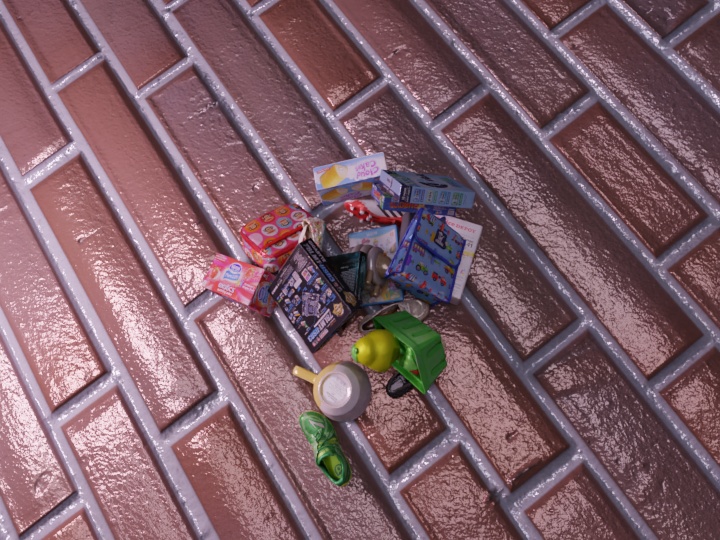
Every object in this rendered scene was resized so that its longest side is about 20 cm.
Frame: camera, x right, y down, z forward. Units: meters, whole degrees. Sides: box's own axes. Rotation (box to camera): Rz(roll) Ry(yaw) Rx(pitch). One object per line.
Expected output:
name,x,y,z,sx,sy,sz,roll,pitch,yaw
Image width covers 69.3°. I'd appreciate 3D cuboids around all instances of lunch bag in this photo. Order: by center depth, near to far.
lunch bag,0.169,-0.041,1.267,0.149,0.094,0.204,30,70,-16
lunch bag,-0.199,-0.081,1.373,0.198,0.083,0.175,-32,55,-30

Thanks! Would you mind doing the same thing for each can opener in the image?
can opener,0.113,-0.055,1.339,0.052,0.066,0.205,28,61,-31

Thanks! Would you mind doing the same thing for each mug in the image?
mug,-0.069,0.297,1.275,0.181,0.153,0.153,-10,76,3

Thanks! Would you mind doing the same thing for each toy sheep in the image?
toy sheep,0.000,0.000,1.325,0.195,0.137,0.142,-3,75,27

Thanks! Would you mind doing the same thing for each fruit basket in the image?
fruit basket,0.077,0.197,1.242,0.210,0.217,0.159,-17,117,1

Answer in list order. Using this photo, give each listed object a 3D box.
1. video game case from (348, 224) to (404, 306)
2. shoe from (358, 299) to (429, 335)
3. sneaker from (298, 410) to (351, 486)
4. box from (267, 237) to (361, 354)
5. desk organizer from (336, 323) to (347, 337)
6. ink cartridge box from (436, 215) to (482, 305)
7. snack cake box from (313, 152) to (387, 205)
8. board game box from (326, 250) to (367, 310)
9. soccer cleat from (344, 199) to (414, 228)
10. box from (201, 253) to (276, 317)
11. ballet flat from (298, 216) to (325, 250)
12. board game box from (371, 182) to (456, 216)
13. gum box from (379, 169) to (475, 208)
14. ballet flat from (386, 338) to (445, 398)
video game case,0.040,-0.011,1.390,0.140,0.018,0.206,-10,74,21
shoe,0.088,0.124,1.352,0.195,0.053,0.071,-20,75,1
sneaker,-0.085,0.433,1.278,0.073,0.084,0.202,-34,75,-3
box,-0.114,0.063,1.226,0.200,0.200,0.049,50,42,10
desk organizer,-0.118,0.088,1.374,0.197,0.072,0.078,29,78,11
ink cartridge box,0.221,-0.033,1.363,0.144,0.086,0.204,18,80,10
snack cake box,-0.022,-0.248,1.424,0.195,0.115,0.069,-13,74,3
board game box,-0.071,0.033,1.276,0.197,0.028,0.139,-8,70,42
soccer cleat,0.054,-0.170,1.426,0.195,0.069,0.087,14,69,6
box,-0.306,0.036,1.356,0.197,0.095,0.102,17,76,36
ballet flat,-0.128,-0.039,1.292,0.063,0.075,0.205,14,65,-31
board game box,0.137,-0.185,1.357,0.195,0.136,0.035,4,113,-14
gum box,0.163,-0.206,1.307,0.195,0.170,0.046,2,112,-16
ballet flat,0.144,0.248,1.315,0.200,0.057,0.066,-45,77,-6
